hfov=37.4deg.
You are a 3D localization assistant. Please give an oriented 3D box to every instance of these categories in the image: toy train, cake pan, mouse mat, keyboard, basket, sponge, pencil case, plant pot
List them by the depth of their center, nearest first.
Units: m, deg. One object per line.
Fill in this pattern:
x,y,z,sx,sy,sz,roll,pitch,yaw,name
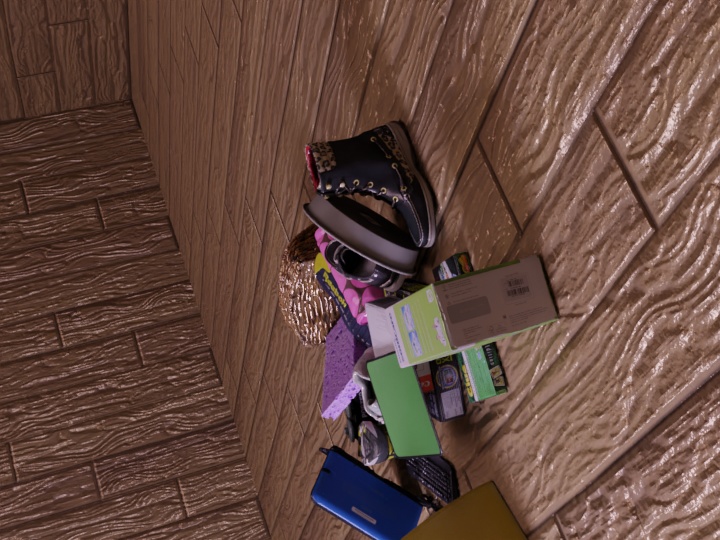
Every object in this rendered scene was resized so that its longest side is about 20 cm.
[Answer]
0.146,0.463,1.541,0.200,0.175,0.201,-121,23,-44,plant pot
0.062,0.200,1.575,0.200,0.007,0.162,148,105,-70,mouse mat
0.007,-0.061,1.595,0.037,0.199,0.200,-59,33,12,cake pan
0.000,0.000,1.796,0.094,0.091,0.201,30,-149,-55,pencil case
0.121,0.363,1.804,0.200,0.020,0.128,-159,58,-70,keyboard
-0.028,0.157,1.888,0.112,0.030,0.201,-53,22,34,sponge
-0.002,0.233,2.002,0.114,0.085,0.201,-114,14,-66,toy train
-0.094,0.025,2.009,0.149,0.142,0.201,-128,30,-51,basket

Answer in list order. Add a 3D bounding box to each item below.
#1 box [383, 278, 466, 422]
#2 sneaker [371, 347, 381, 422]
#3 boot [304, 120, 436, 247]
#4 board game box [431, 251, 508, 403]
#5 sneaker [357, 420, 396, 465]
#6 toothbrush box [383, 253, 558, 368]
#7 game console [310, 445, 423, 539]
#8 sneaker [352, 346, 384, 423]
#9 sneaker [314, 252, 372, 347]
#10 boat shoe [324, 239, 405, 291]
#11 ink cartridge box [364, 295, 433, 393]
0.097,0.120,1.650,0.160,0.044,0.201,-164,62,-71,box
0.055,0.182,1.823,0.077,0.073,0.201,30,138,33,sneaker
0.015,-0.114,1.541,0.074,0.153,0.205,118,137,-63,boot
0.151,0.082,1.487,0.105,0.023,0.201,144,112,-69,board game box
0.040,0.298,1.869,0.200,0.084,0.075,149,120,-84,sneaker
0.132,0.055,1.321,0.200,0.145,0.087,139,115,-71,toothbrush box
0.000,0.409,1.899,0.118,0.199,0.171,-51,9,46,game console
0.047,0.229,1.752,0.070,0.080,0.201,-29,97,37,sneaker
-0.001,0.043,1.860,0.201,0.082,0.074,59,143,18,sneaker
-0.007,-0.017,1.687,0.200,0.060,0.074,31,98,53,boat shoe
0.064,0.145,1.616,0.109,0.050,0.201,-164,61,-68,ink cartridge box
